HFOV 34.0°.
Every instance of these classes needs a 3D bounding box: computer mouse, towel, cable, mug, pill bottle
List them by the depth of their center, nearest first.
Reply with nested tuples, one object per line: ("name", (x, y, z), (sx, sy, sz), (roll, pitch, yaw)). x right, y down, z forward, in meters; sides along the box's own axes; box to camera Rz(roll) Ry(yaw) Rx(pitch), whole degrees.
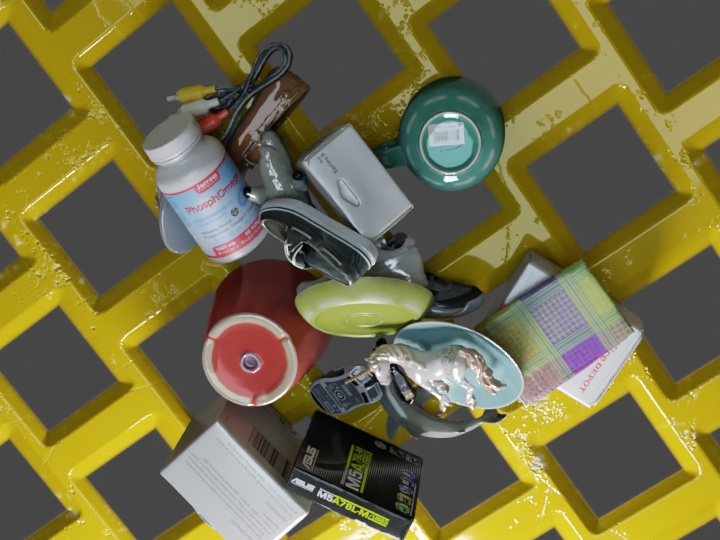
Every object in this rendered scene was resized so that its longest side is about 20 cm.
("pill bottle", (-0.218, -0.116, 1.653), (0.108, 0.109, 0.201), (-24, 122, 13))
("cable", (-0.177, -0.244, 1.659), (0.198, 0.050, 0.098), (-26, 84, 19))
("mug", (0.119, -0.178, 1.662), (0.152, 0.115, 0.186), (38, 107, -5))
("towel", (0.272, 0.089, 1.684), (0.199, 0.023, 0.144), (-36, 99, 15))
("computer mouse", (-0.001, 0.167, 1.787), (0.199, 0.044, 0.110), (-20, 113, 44))

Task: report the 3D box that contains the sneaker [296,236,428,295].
("sneaker", (0.000, 0.000, 1.697), (0.197, 0.075, 0.101), (-9, 91, 18))

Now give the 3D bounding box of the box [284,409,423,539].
("box", (-0.005, 0.306, 1.775), (0.191, 0.200, 0.048), (27, 109, -1))

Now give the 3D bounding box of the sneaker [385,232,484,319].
("sneaker", (0.085, 0.006, 1.740), (0.197, 0.076, 0.115), (2, 109, 9))

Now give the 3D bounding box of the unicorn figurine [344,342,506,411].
("unicorn figurine", (0.101, 0.145, 1.670), (0.199, 0.074, 0.138), (-24, 123, 29))

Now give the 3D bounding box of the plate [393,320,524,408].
("plate", (0.143, 0.130, 1.695), (0.198, 0.026, 0.201), (18, 145, 13))

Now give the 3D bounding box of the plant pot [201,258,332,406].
("plant pot", (-0.148, 0.103, 1.744), (0.198, 0.178, 0.203), (2, 107, 6))

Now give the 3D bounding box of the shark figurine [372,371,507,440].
("shark figurine", (0.110, 0.233, 1.801), (0.212, 0.090, 0.130), (14, 109, 4))

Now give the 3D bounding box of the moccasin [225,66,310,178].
("moccasin", (-0.140, -0.195, 1.714), (0.077, 0.074, 0.202), (34, 100, 4))

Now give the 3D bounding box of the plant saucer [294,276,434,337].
("plant saucer", (0.006, 0.058, 1.655), (0.197, 0.200, 0.031), (-5, 69, 8))

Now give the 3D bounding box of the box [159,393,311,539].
("box", (-0.175, 0.298, 1.793), (0.130, 0.200, 0.199), (-41, 99, 14))

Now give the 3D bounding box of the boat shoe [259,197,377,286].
("boat shoe", (-0.071, -0.039, 1.584), (0.199, 0.071, 0.072), (22, 150, 35))

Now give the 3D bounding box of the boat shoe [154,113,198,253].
("boat shoe", (-0.275, -0.129, 1.744), (0.074, 0.086, 0.205), (-4, 95, -24))

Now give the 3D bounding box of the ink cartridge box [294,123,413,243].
("ink cartridge box", (-0.013, -0.123, 1.643), (0.087, 0.200, 0.146), (-39, 98, 0))

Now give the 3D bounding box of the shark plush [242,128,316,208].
("shark plush", (-0.087, -0.115, 1.690), (0.090, 0.084, 0.200), (-24, 139, 23))

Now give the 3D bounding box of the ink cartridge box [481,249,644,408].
("ink cartridge box", (0.296, 0.085, 1.735), (0.199, 0.085, 0.147), (31, 108, -1))
